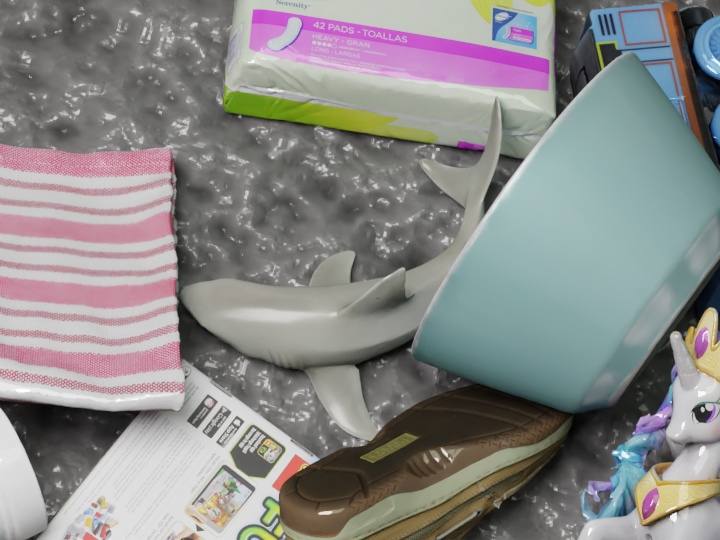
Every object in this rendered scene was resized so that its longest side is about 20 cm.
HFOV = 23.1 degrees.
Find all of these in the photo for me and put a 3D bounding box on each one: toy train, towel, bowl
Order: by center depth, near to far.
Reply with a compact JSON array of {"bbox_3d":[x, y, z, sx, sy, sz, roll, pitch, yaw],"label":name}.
[{"bbox_3d":[-0.166,-0.004,0.937,0.144,0.030,0.201,4,40,-11],"label":"towel"},{"bbox_3d":[0.127,-0.004,0.939,0.105,0.201,0.201,36,61,10],"label":"bowl"},{"bbox_3d":[0.195,-0.069,1.061,0.113,0.087,0.202,-6,66,-5],"label":"toy train"}]

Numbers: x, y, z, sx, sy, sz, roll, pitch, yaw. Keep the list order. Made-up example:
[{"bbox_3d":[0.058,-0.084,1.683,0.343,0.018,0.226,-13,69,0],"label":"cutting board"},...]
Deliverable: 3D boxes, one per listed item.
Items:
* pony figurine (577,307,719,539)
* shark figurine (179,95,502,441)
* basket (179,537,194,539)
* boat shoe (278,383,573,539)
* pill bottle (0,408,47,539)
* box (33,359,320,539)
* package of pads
[{"bbox_3d":[0.190,0.138,0.906,0.192,0.166,0.202,25,84,-36],"label":"pony figurine"},{"bbox_3d":[0.022,0.001,0.983,0.213,0.090,0.129,-32,74,-23],"label":"shark figurine"},{"bbox_3d":[-0.017,0.217,0.809,0.198,0.137,0.181,26,28,-6],"label":"basket"},{"bbox_3d":[0.037,0.120,0.938,0.199,0.077,0.071,-19,25,-36],"label":"boat shoe"},{"bbox_3d":[-0.253,0.134,0.838,0.198,0.111,0.111,-25,70,-23],"label":"pill bottle"},{"bbox_3d":[-0.109,0.154,0.902,0.110,0.035,0.200,35,61,7],"label":"box"},{"bbox_3d":[0.021,-0.161,1.077,0.197,0.068,0.156,8,62,-8],"label":"package of pads"}]
